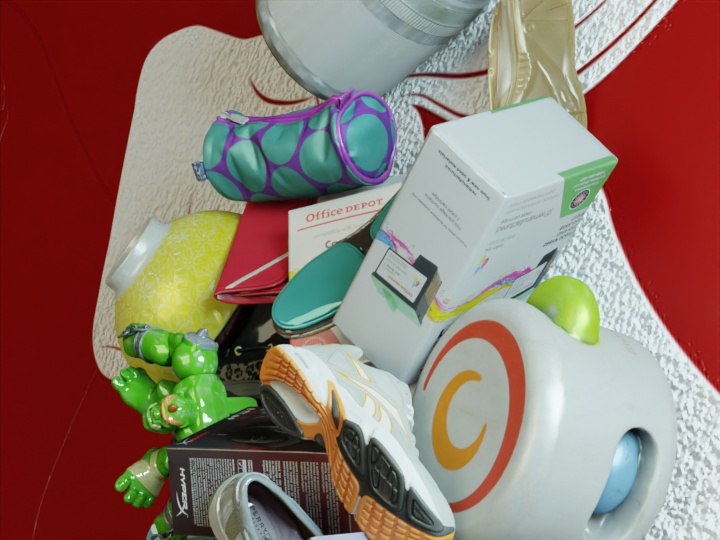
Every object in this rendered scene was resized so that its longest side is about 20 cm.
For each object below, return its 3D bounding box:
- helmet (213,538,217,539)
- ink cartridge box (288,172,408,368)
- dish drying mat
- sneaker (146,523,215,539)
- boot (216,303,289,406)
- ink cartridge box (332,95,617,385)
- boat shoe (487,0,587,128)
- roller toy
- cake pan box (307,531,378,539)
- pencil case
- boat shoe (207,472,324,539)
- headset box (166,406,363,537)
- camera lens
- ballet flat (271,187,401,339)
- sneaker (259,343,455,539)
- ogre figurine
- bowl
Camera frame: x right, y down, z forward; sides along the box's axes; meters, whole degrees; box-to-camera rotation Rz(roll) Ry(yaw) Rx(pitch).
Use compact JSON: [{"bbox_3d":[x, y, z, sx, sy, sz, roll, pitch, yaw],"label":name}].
[{"bbox_3d":[-0.067,0.303,1.205,0.200,0.190,0.201,162,90,-84],"label":"helmet"},{"bbox_3d":[0.000,0.000,1.326,0.116,0.067,0.201,-13,63,21],"label":"ink cartridge box"},{"bbox_3d":[-0.081,-0.035,1.412,0.076,0.018,0.200,-4,35,13],"label":"dish drying mat"},{"bbox_3d":[-0.145,0.273,1.416,0.199,0.079,0.131,-23,60,44],"label":"sneaker"},{"bbox_3d":[-0.096,0.056,1.457,0.203,0.073,0.155,3,71,56],"label":"boot"},{"bbox_3d":[0.084,-0.021,1.150,0.084,0.144,0.201,46,130,23],"label":"ink cartridge box"},{"bbox_3d":[0.140,-0.143,1.246,0.069,0.073,0.201,159,114,-72],"label":"boat shoe"},{"bbox_3d":[0.130,0.123,1.087,0.200,0.139,0.183,-42,40,45],"label":"roller toy"},{"bbox_3d":[0.050,0.268,1.049,0.052,0.199,0.185,-47,56,32],"label":"cake pan box"},{"bbox_3d":[-0.059,-0.112,1.380,0.199,0.093,0.085,-4,32,44],"label":"pencil case"},{"bbox_3d":[-0.035,0.233,1.098,0.203,0.074,0.065,57,157,-1],"label":"boat shoe"},{"bbox_3d":[-0.031,0.161,1.208,0.199,0.149,0.078,-2,97,23],"label":"headset box"},{"bbox_3d":[0.015,-0.256,1.365,0.200,0.159,0.161,-36,50,37],"label":"camera lens"},{"bbox_3d":[0.017,-0.005,1.239,0.200,0.067,0.068,-39,54,6],"label":"ballet flat"},{"bbox_3d":[0.016,0.115,1.079,0.200,0.092,0.076,48,134,33],"label":"sneaker"},{"bbox_3d":[-0.159,0.132,1.344,0.120,0.098,0.201,-28,49,43],"label":"ogre figurine"},{"bbox_3d":[-0.183,0.010,1.480,0.200,0.107,0.200,-50,13,16],"label":"bowl"}]
